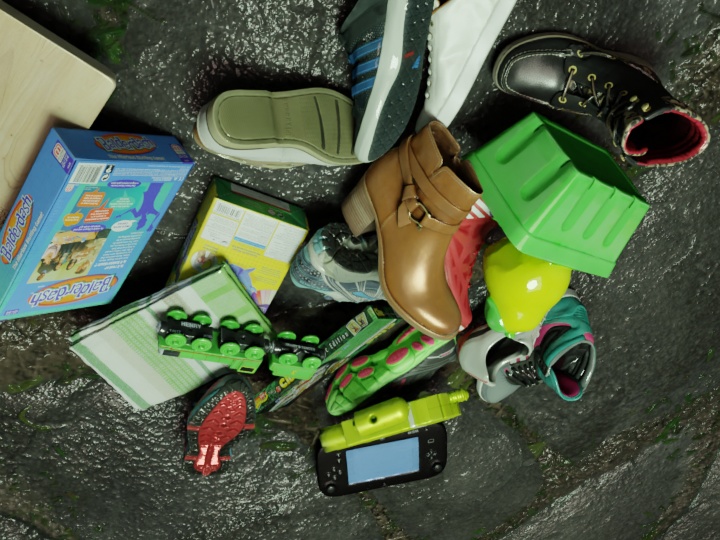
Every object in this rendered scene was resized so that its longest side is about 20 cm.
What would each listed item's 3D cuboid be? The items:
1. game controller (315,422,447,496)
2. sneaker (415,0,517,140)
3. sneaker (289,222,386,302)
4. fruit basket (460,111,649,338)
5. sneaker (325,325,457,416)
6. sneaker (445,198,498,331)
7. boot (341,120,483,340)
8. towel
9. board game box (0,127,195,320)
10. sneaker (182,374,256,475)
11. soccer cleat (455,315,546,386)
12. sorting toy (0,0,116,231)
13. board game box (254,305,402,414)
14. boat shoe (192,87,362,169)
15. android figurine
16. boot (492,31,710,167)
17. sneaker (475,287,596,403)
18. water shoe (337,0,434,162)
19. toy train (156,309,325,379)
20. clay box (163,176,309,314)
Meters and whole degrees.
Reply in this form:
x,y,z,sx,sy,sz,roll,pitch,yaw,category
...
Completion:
x,y,z,sx,sy,sz,roll,pitch,yaw,category
0.031,0.270,1.147,0.194,0.043,0.106,-9,128,-9,game controller
0.087,-0.226,0.786,0.083,0.073,0.203,25,121,-3,sneaker
0.000,0.000,0.914,0.086,0.079,0.197,-31,147,34,sneaker
0.188,-0.040,0.857,0.211,0.158,0.218,-19,146,-13,fruit basket
0.043,0.141,1.032,0.197,0.077,0.084,-30,125,9,sneaker
0.130,-0.020,0.935,0.113,0.079,0.202,-22,130,4,sneaker
0.077,-0.037,0.818,0.154,0.073,0.202,-37,89,40,boot
-0.204,0.076,0.892,0.196,0.031,0.150,-25,134,7,towel
-0.269,-0.043,0.774,0.201,0.045,0.151,-52,160,24,board game box
-0.183,0.172,0.973,0.077,0.097,0.201,7,140,-23,sneaker
0.204,0.059,0.992,0.200,0.085,0.069,-45,126,1,soccer cleat
-0.351,-0.157,0.703,0.197,0.070,0.200,29,115,-31,sorting toy
-0.042,0.110,0.983,0.199,0.024,0.104,-39,163,13,board game box
-0.073,-0.141,0.793,0.196,0.077,0.068,3,173,-37,boat shoe
0.047,0.192,1.031,0.195,0.042,0.182,-20,166,10,android figurine
0.244,-0.172,0.803,0.195,0.152,0.074,7,125,-19,boot
0.239,0.134,1.051,0.082,0.122,0.201,22,118,-28,sneaker
0.017,-0.208,0.769,0.071,0.078,0.204,-26,139,-48,water shoe
-0.132,0.086,0.875,0.195,0.043,0.057,13,138,-25,toy train
-0.151,0.005,0.894,0.113,0.048,0.202,18,121,-25,clay box
